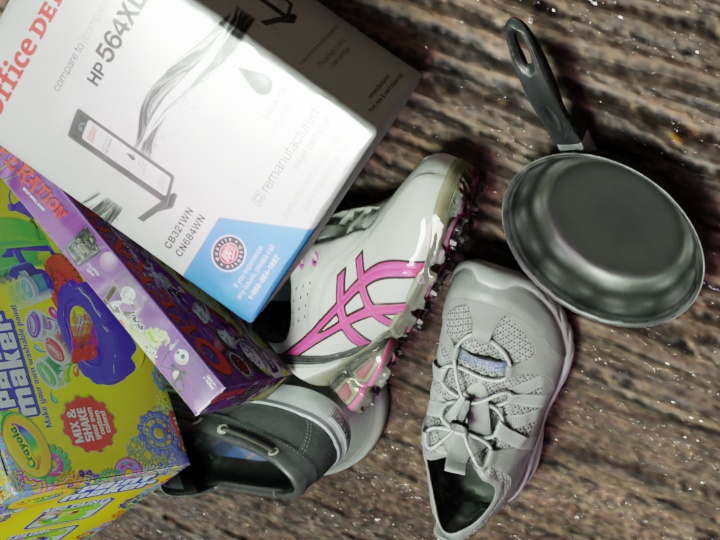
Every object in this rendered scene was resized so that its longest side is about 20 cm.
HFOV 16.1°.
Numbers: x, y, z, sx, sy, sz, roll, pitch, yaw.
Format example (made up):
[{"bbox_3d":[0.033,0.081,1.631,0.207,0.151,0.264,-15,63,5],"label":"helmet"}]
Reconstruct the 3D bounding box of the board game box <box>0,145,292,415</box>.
[{"bbox_3d":[-0.126,-0.007,1.416,0.032,0.120,0.200,-43,81,17],"label":"board game box"}]

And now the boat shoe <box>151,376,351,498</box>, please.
[{"bbox_3d":[-0.098,0.106,1.508,0.200,0.066,0.070,4,132,35],"label":"boat shoe"}]

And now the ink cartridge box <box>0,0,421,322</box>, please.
[{"bbox_3d":[-0.093,-0.093,1.339,0.200,0.084,0.146,34,123,1],"label":"ink cartridge box"}]

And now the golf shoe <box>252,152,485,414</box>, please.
[{"bbox_3d":[0.000,0.000,1.406,0.092,0.073,0.200,30,136,-1],"label":"golf shoe"}]

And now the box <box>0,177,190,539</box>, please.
[{"bbox_3d":[-0.223,0.064,1.511,0.193,0.122,0.200,-37,66,49],"label":"box"}]

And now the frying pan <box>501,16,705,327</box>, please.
[{"bbox_3d":[0.106,-0.047,1.329,0.115,0.031,0.190,-25,111,45],"label":"frying pan"}]

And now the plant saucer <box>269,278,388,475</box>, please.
[{"bbox_3d":[-0.083,0.065,1.552,0.200,0.050,0.200,18,138,18],"label":"plant saucer"}]

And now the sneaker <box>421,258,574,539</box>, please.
[{"bbox_3d":[0.073,0.079,1.438,0.075,0.082,0.200,16,138,19],"label":"sneaker"}]
